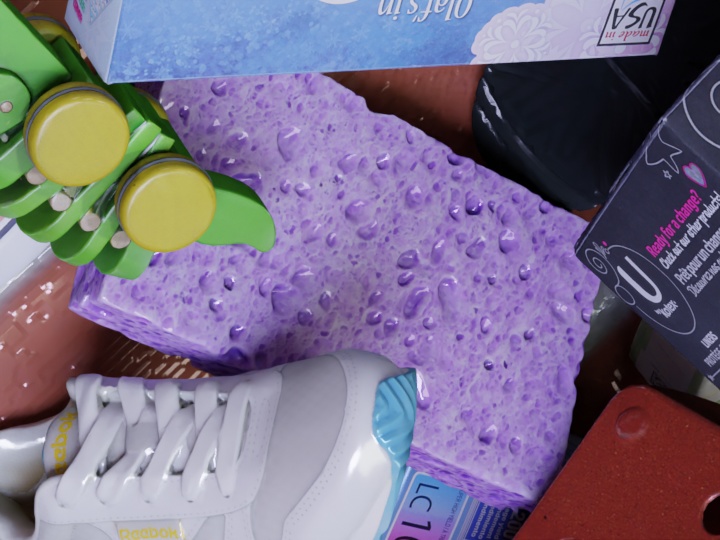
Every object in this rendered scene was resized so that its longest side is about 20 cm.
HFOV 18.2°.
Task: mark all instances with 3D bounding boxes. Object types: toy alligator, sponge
[{"bbox_3d":[-0.104,-0.047,0.670,0.054,0.059,0.200,-46,129,7],"label":"toy alligator"},{"bbox_3d":[0.000,0.000,0.793,0.200,0.030,0.112,27,68,-29],"label":"sponge"}]

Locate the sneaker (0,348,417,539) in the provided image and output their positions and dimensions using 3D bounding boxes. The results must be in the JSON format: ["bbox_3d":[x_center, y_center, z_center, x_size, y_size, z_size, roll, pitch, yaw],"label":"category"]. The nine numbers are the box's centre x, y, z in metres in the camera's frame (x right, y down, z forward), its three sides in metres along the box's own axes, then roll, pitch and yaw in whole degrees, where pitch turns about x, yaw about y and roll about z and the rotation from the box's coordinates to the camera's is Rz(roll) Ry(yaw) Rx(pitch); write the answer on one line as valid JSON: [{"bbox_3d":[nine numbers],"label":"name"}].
[{"bbox_3d":[-0.058,0.069,0.741,0.081,0.200,0.077,28,57,-29],"label":"sneaker"}]

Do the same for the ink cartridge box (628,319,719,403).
[{"bbox_3d":[0.187,-0.029,0.881,0.145,0.048,0.200,-29,158,-18],"label":"ink cartridge box"}]

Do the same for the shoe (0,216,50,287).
[{"bbox_3d":[-0.181,0.003,0.700,0.200,0.071,0.091,-46,128,-13],"label":"shoe"}]

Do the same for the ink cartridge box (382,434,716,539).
[{"bbox_3d":[0.051,0.131,0.912,0.200,0.076,0.137,15,104,-39],"label":"ink cartridge box"}]

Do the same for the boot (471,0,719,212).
[{"bbox_3d":[0.139,-0.118,0.835,0.162,0.073,0.198,-40,172,-42],"label":"boot"}]

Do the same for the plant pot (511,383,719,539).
[{"bbox_3d":[0.143,0.155,0.802,0.200,0.200,0.176,-54,135,-4],"label":"plant pot"}]

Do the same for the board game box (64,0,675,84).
[{"bbox_3d":[0.026,-0.152,0.660,0.200,0.043,0.199,-6,130,-28],"label":"board game box"}]

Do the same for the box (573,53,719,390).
[{"bbox_3d":[0.181,-0.056,0.718,0.200,0.115,0.132,-46,173,-18],"label":"box"}]
